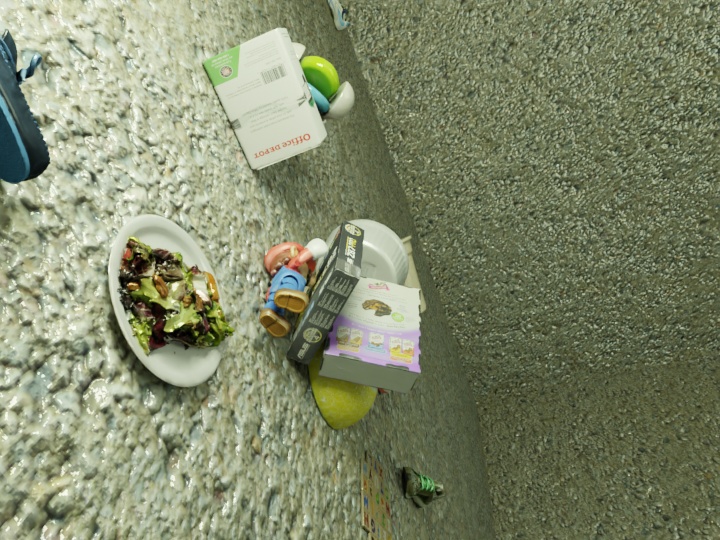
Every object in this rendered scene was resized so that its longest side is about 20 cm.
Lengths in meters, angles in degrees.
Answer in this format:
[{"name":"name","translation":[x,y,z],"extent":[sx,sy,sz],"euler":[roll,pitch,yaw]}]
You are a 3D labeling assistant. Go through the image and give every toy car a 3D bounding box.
[{"name":"toy car","translation":[-0.125,-0.333,1.024],"extent":[0.175,0.200,0.151],"euler":[35,50,-21]}]

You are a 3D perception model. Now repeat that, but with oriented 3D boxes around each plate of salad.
[{"name":"plate of salad","translation":[-0.201,0.030,0.576],"extent":[0.200,0.048,0.201],"euler":[-16,90,-76]}]

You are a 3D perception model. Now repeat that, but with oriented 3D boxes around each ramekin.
[{"name":"ramekin","translation":[0.000,0.000,1.103],"extent":[0.098,0.199,0.202],"euler":[-60,132,-62]}]

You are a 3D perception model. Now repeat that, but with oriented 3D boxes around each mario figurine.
[{"name":"mario figurine","translation":[-0.100,0.024,0.821],"extent":[0.200,0.123,0.106],"euler":[-93,164,-61]}]

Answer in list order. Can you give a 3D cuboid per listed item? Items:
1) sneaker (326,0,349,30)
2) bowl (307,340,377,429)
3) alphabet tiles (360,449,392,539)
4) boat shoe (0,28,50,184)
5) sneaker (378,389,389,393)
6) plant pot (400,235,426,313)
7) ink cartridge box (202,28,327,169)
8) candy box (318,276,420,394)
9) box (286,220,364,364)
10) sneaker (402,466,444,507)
[{"name":"sneaker","translation":[-0.107,-1.225,2.364],"extent":[0.072,0.072,0.201],"euler":[-45,116,-72]},{"name":"bowl","translation":[-0.013,0.197,0.989],"extent":[0.200,0.107,0.201],"euler":[-18,90,-76]},{"name":"alphabet tiles","translation":[0.034,0.483,1.044],"extent":[0.201,0.006,0.167],"euler":[-91,160,-47]},{"name":"boat shoe","translation":[-0.289,-0.169,0.386],"extent":[0.069,0.084,0.201],"euler":[-53,128,-59]},{"name":"sneaker","translation":[0.072,0.214,1.312],"extent":[0.074,0.086,0.201],"euler":[-31,106,-65]},{"name":"plant pot","translation":[0.069,0.038,1.268],"extent":[0.184,0.199,0.200],"euler":[67,14,-2]},{"name":"ink cartridge box","translation":[-0.164,-0.303,0.911],"extent":[0.084,0.145,0.201],"euler":[-80,150,-65]},{"name":"candy box","translation":[0.023,0.109,0.934],"extent":[0.201,0.167,0.072],"euler":[-82,-173,-46]},{"name":"box","translation":[-0.057,0.037,0.868],"extent":[0.049,0.201,0.162],"euler":[23,31,-13]},{"name":"sneaker","translation":[0.165,0.549,1.308],"extent":[0.200,0.088,0.077],"euler":[56,22,-49]}]
